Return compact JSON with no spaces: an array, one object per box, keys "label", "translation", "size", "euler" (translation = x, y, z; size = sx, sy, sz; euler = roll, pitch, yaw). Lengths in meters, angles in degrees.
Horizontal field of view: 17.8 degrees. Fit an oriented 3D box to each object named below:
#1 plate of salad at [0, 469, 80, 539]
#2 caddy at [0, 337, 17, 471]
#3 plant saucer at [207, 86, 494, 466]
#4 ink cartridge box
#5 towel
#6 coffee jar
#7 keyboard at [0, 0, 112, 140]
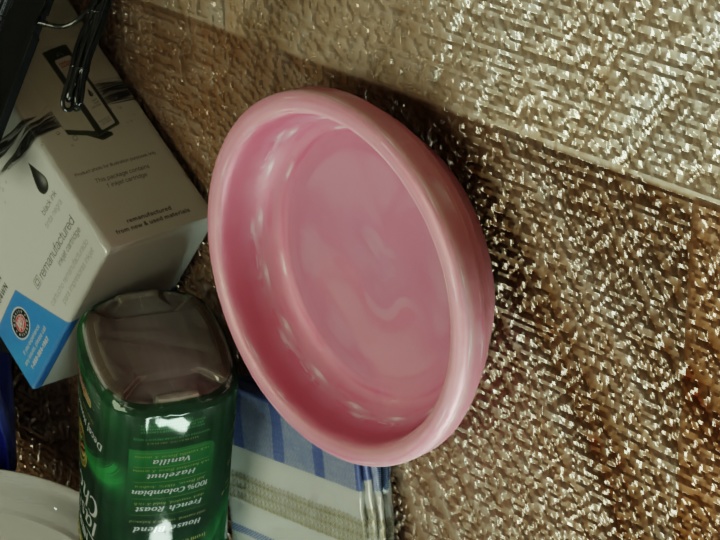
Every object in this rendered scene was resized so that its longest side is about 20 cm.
[{"label":"plate of salad","translation":[-0.234,0.170,1.473],"size":[0.200,0.200,0.048],"euler":[130,152,-48]},{"label":"caddy","translation":[-0.286,0.056,1.516],"size":[0.200,0.105,0.142],"euler":[54,156,37]},{"label":"plant saucer","translation":[0.000,0.000,1.193],"size":[0.200,0.051,0.201],"euler":[23,122,42]},{"label":"ink cartridge box","translation":[-0.192,-0.056,1.370],"size":[0.200,0.084,0.146],"euler":[54,139,19]},{"label":"towel","translation":[-0.026,0.164,1.319],"size":[0.147,0.024,0.201],"euler":[12,113,50]},{"label":"coffee jar","translation":[-0.121,0.117,1.339],"size":[0.104,0.085,0.200],"euler":[-117,25,-47]},{"label":"keyboard","translation":[-0.188,-0.140,1.295],"size":[0.127,0.021,0.201],"euler":[16,82,28]}]
